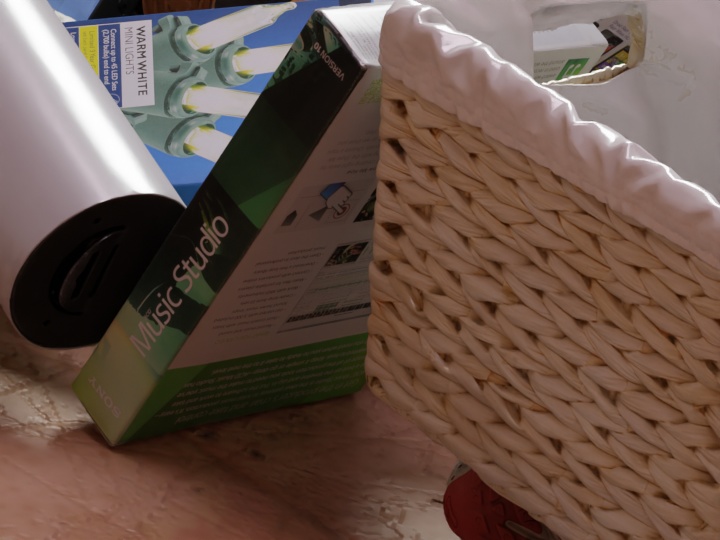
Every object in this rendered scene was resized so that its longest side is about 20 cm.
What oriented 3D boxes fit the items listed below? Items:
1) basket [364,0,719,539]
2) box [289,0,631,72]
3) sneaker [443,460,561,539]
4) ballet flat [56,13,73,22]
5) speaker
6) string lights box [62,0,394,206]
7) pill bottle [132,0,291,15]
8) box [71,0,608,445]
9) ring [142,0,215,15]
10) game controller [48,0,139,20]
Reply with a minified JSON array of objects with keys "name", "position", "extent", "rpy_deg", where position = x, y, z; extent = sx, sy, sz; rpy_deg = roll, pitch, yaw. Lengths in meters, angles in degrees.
[{"name":"basket","position":[0.127,-0.004,1.016],"extent":[0.198,0.161,0.200],"rpy_deg":[-15,37,-37]},{"name":"box","position":[0.043,-0.102,1.285],"extent":[0.119,0.200,0.042],"rpy_deg":[31,39,-37]},{"name":"sneaker","position":[0.103,0.078,1.142],"extent":[0.200,0.078,0.082],"rpy_deg":[-9,10,-44]},{"name":"ballet flat","position":[-0.133,-0.077,1.313],"extent":[0.199,0.072,0.072],"rpy_deg":[5,24,-28]},{"name":"speaker","position":[-0.141,-0.063,1.138],"extent":[0.081,0.081,0.200],"rpy_deg":[-2,43,-39]},{"name":"string lights box","position":[-0.057,-0.055,1.217],"extent":[0.199,0.059,0.103],"rpy_deg":[-6,49,-1]},{"name":"pill bottle","position":[-0.119,-0.189,1.550],"extent":[0.112,0.112,0.200],"rpy_deg":[-7,32,-44]},{"name":"box","position":[-0.009,-0.020,1.108],"extent":[0.144,0.200,0.036],"rpy_deg":[-9,52,-49]},{"name":"ring","position":[-0.008,-0.103,1.376],"extent":[0.200,0.201,0.019],"rpy_deg":[16,64,-2]},{"name":"game controller","position":[-0.136,-0.174,1.411],"extent":[0.042,0.104,0.200],"rpy_deg":[5,56,37]}]
